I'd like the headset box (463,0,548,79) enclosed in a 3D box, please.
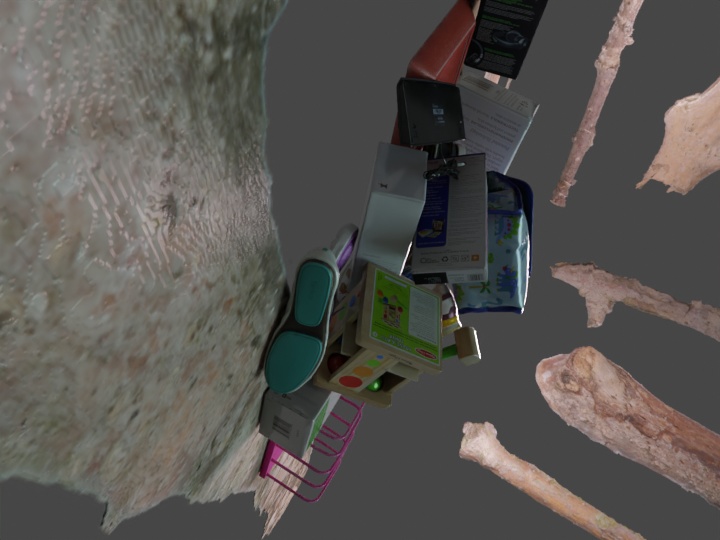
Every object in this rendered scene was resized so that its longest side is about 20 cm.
[{"bbox_3d":[0.230,-0.422,0.795,0.200,0.091,0.176,91,17,-71],"label":"headset box"}]

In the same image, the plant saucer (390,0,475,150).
[{"bbox_3d":[0.106,-0.262,0.801,0.201,0.036,0.201,-58,169,-33],"label":"plant saucer"}]

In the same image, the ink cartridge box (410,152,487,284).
[{"bbox_3d":[0.123,-0.073,0.735,0.037,0.093,0.202,63,29,-52],"label":"ink cartridge box"}]

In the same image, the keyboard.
[{"bbox_3d":[0.094,-0.174,0.692,0.199,0.020,0.129,-26,109,-57],"label":"keyboard"}]

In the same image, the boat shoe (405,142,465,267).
[{"bbox_3d":[0.094,-0.104,0.834,0.076,0.060,0.203,-154,-99,-71],"label":"boat shoe"}]

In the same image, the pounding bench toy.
[{"bbox_3d":[0.051,0.114,0.783,0.156,0.198,0.125,-47,-153,44],"label":"pounding bench toy"}]

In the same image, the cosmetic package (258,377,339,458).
[{"bbox_3d":[-0.070,0.170,0.854,0.200,0.084,0.108,-52,164,-46],"label":"cosmetic package"}]

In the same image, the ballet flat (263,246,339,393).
[{"bbox_3d":[-0.066,0.060,0.663,0.069,0.069,0.202,-46,158,-61],"label":"ballet flat"}]

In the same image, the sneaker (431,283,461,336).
[{"bbox_3d":[0.071,0.070,0.895,0.075,0.198,0.091,-13,87,-52],"label":"sneaker"}]

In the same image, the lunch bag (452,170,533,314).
[{"bbox_3d":[0.208,-0.050,0.867,0.200,0.125,0.172,-65,151,-62],"label":"lunch bag"}]

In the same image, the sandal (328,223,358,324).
[{"bbox_3d":[-0.043,0.036,0.735,0.205,0.049,0.082,-66,170,6],"label":"sandal"}]

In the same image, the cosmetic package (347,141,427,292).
[{"bbox_3d":[0.035,-0.062,0.757,0.201,0.070,0.102,104,-3,-50],"label":"cosmetic package"}]

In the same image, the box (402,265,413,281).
[{"bbox_3d":[0.102,-0.043,1.054,0.136,0.040,0.201,-27,-153,36],"label":"box"}]

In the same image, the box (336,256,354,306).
[{"bbox_3d":[0.000,0.000,0.911,0.201,0.038,0.042,-55,169,-42],"label":"box"}]

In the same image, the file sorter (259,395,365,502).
[{"bbox_3d":[-0.082,0.298,1.000,0.139,0.124,0.202,-49,163,-54],"label":"file sorter"}]

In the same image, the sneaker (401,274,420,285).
[{"bbox_3d":[0.010,0.062,0.973,0.199,0.099,0.076,-35,-137,24],"label":"sneaker"}]

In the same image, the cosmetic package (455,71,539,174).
[{"bbox_3d":[0.225,-0.254,1.073,0.167,0.165,0.202,-49,164,-56],"label":"cosmetic package"}]
